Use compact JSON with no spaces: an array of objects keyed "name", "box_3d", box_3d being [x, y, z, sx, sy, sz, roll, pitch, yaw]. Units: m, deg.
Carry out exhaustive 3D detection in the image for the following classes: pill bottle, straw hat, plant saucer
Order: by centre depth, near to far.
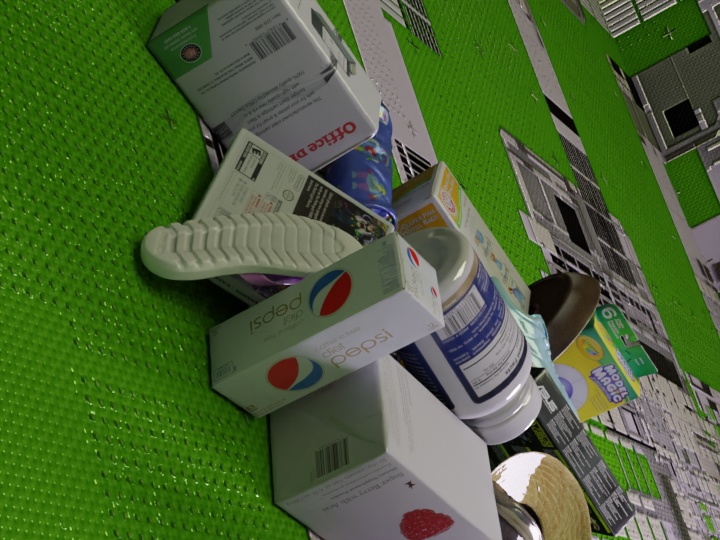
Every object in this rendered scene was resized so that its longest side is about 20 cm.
[{"name":"pill bottle","box_3d":[0.093,0.067,1.432,0.201,0.110,0.112,57,21,-32]},{"name":"straw hat","box_3d":[0.142,0.284,1.570,0.200,0.085,0.203,4,83,-40]},{"name":"plant saucer","box_3d":[0.195,0.068,1.801,0.032,0.200,0.201,48,24,-15]}]

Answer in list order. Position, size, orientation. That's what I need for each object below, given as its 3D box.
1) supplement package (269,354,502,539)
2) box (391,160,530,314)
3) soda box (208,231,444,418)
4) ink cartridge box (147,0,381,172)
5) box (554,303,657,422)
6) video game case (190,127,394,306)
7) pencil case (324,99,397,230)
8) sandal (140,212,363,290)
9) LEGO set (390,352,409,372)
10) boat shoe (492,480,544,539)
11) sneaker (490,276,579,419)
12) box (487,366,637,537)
[{"name":"supplement package","box_3d":[0.024,0.181,1.377,0.200,0.121,0.121,43,29,-40]},{"name":"box","box_3d":[0.098,-0.006,1.777,0.201,0.112,0.102,55,23,-17]},{"name":"soda box","box_3d":[-0.031,0.049,1.294,0.068,0.199,0.064,40,31,-43]},{"name":"ink cartridge box","box_3d":[-0.091,-0.196,1.521,0.201,0.145,0.084,54,22,-24]},{"name":"box","box_3d":[0.246,0.127,1.843,0.118,0.199,0.048,54,22,-19]},{"name":"video game case","box_3d":[-0.065,-0.027,1.422,0.181,0.023,0.201,32,37,-10]},{"name":"pencil case","box_3d":[0.001,-0.107,1.716,0.086,0.078,0.201,22,40,-23]},{"name":"sandal","box_3d":[-0.094,-0.010,1.326,0.201,0.050,0.083,2,38,-20]},{"name":"LEGO set","box_3d":[0.047,0.129,1.559,0.199,0.115,0.155,29,69,-50]},{"name":"boat shoe","box_3d":[0.152,0.286,1.487,0.200,0.073,0.074,53,-8,-31]},{"name":"sneaker","box_3d":[0.187,0.090,1.679,0.200,0.082,0.074,51,-22,-6]},{"name":"box","box_3d":[0.185,0.192,1.678,0.047,0.193,0.201,-41,106,-25]}]
